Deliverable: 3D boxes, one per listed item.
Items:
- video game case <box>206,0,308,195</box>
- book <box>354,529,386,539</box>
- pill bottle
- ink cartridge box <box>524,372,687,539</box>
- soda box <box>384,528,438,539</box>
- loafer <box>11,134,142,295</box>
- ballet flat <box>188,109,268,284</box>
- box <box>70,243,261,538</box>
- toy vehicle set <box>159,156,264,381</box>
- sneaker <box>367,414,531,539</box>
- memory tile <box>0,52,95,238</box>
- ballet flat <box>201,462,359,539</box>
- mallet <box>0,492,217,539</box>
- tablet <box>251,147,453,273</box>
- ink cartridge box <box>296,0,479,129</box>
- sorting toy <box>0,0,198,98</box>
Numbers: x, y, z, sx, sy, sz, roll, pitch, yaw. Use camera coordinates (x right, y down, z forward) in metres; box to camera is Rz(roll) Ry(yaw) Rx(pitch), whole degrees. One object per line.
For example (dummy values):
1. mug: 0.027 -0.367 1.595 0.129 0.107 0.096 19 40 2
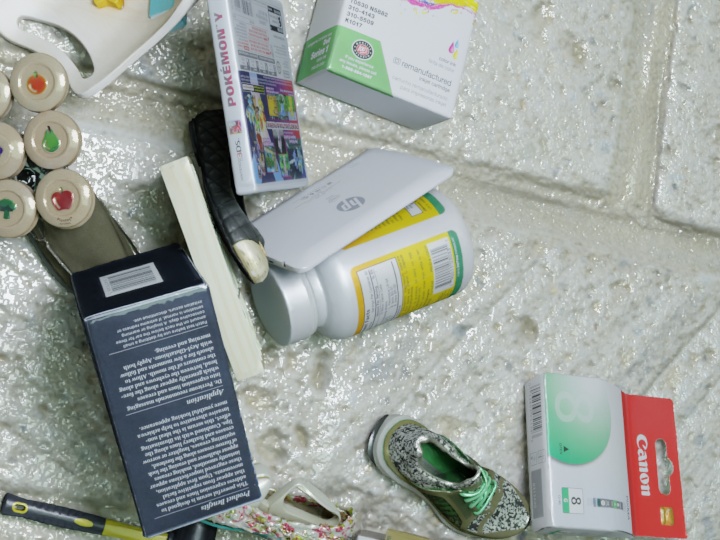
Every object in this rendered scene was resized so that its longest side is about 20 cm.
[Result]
1. video game case: -0.092 -0.163 1.205 0.023 0.200 0.184 -8 94 11
2. book: -0.006 0.349 1.239 0.048 0.134 0.202 11 83 9
3. pill bottle: 0.000 0.000 1.274 0.199 0.113 0.114 -21 96 -24
4. ink cartridge box: 0.270 0.200 1.403 0.198 0.050 0.162 7 69 -22
5. soda box: 0.077 0.292 1.255 0.200 0.063 0.068 37 65 -65
6. loafer: -0.261 -0.041 1.179 0.200 0.070 0.075 47 71 -15
7. ballet flat: -0.113 -0.075 1.206 0.056 0.067 0.201 -18 57 -2
8. box: -0.169 0.099 1.139 0.106 0.148 0.202 -16 108 -12
9. toy vehicle set: -0.134 -0.004 1.205 0.026 0.124 0.202 -20 96 -3
10. sneaker: 0.101 0.215 1.320 0.199 0.088 0.077 33 76 -22
11. memory tile: -0.334 -0.097 1.128 0.198 0.017 0.155 -11 92 5
12. ballet flat: -0.086 0.216 1.240 0.199 0.076 0.064 25 107 -30
13. mallet: -0.223 0.225 1.202 0.199 0.041 0.066 25 78 -17
14. tablet: -0.021 -0.062 1.251 0.199 0.130 0.014 -34 123 -28
15. ink cartridge box: 0.036 -0.262 1.320 0.144 0.084 0.202 18 79 -23
16. sorting toy: -0.234 -0.255 1.187 0.200 0.107 0.180 39 87 11
